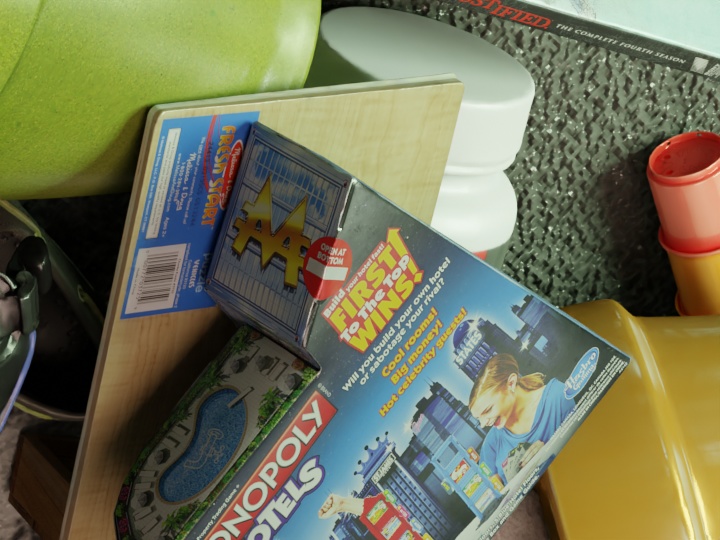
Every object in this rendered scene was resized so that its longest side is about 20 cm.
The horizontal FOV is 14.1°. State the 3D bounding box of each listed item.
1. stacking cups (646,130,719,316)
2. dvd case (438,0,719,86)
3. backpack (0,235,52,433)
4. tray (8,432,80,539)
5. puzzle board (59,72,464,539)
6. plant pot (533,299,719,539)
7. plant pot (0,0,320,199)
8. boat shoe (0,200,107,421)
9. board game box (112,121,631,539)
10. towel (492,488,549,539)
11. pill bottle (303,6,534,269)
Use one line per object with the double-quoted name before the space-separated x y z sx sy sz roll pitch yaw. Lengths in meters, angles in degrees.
"stacking cups" 0.181 0.025 1.362 0.060 0.061 0.201 -24 124 -10
"dvd case" 0.071 -0.163 1.165 0.199 0.147 0.022 13 154 -29
"backpack" -0.238 0.048 1.056 0.190 0.154 0.201 19 94 -44
"tray" -0.044 0.110 1.276 0.199 0.099 0.037 5 105 -27
"puzzle board" -0.041 0.021 1.120 0.150 0.017 0.201 -8 122 -40
"plant pot" 0.171 0.098 1.276 0.182 0.201 0.201 -14 124 0
"plant pot" -0.123 -0.108 1.076 0.192 0.200 0.201 13 112 -42
"boat shoe" -0.167 -0.011 1.177 0.072 0.060 0.202 -42 126 2
"board game box" -0.011 0.048 1.101 0.200 0.062 0.200 -50 138 -11
"towel" 0.006 0.171 1.199 0.199 0.034 0.133 -15 93 -30
"pill bottle" 0.000 0.000 1.227 0.113 0.114 0.201 5 116 -27
